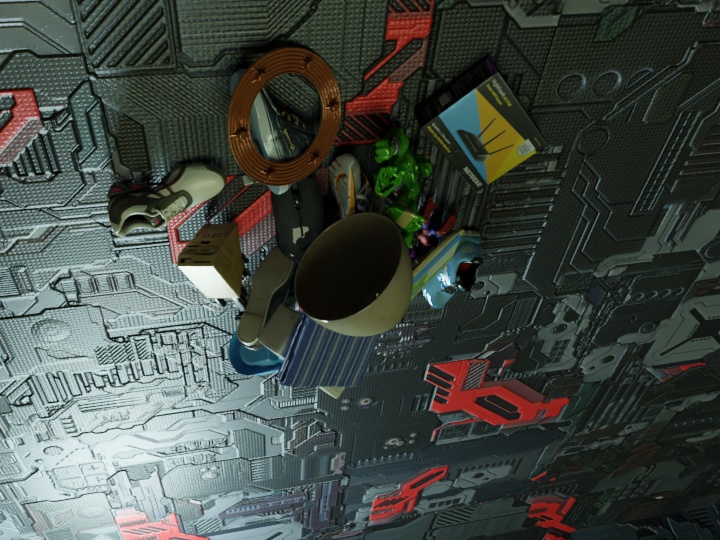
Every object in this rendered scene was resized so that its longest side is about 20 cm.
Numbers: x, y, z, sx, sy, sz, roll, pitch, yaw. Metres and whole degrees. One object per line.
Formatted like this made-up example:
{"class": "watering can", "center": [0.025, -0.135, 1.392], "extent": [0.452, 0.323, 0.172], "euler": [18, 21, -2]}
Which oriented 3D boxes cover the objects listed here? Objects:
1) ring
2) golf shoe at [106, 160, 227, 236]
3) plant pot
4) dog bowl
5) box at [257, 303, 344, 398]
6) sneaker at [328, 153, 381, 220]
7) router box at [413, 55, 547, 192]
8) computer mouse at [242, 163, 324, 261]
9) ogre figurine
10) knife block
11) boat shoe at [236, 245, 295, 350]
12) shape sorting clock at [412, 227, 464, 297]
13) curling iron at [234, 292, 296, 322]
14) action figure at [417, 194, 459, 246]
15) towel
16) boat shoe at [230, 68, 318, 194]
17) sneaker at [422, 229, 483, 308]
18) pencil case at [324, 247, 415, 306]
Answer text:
{"class": "ring", "center": [-0.104, -0.220, 1.098], "extent": [0.198, 0.019, 0.205], "euler": [-22, 126, -33]}
{"class": "golf shoe", "center": [-0.303, -0.107, 1.199], "extent": [0.195, 0.089, 0.078], "euler": [-17, 141, 0]}
{"class": "plant pot", "center": [0.009, 0.027, 1.232], "extent": [0.197, 0.203, 0.135], "euler": [-27, 136, 15]}
{"class": "dog bowl", "center": [-0.171, 0.153, 1.537], "extent": [0.196, 0.114, 0.050], "euler": [-15, 158, 15]}
{"class": "box", "center": [-0.092, 0.149, 1.373], "extent": [0.083, 0.068, 0.200], "euler": [-54, 134, -12]}
{"class": "sneaker", "center": [-0.002, -0.129, 1.293], "extent": [0.076, 0.079, 0.202], "euler": [-24, 147, -10]}
{"class": "router box", "center": [0.199, -0.234, 1.239], "extent": [0.148, 0.052, 0.199], "euler": [-33, 138, 19]}
{"class": "computer mouse", "center": [-0.109, -0.094, 1.256], "extent": [0.135, 0.053, 0.204], "euler": [-15, 122, -6]}
{"class": "ogre figurine", "center": [0.063, -0.150, 1.229], "extent": [0.097, 0.121, 0.201], "euler": [-19, 127, 29]}
{"class": "knife block", "center": [-0.242, 0.017, 1.300], "extent": [0.062, 0.201, 0.180], "euler": [-1, 114, 8]}
{"class": "boat shoe", "center": [-0.168, 0.049, 1.379], "extent": [0.065, 0.204, 0.057], "euler": [16, 162, 18]}
{"class": "shape sorting clock", "center": [0.118, -0.007, 1.401], "extent": [0.200, 0.039, 0.200], "euler": [-44, 168, -12]}
{"class": "curling iron", "center": [-0.164, 0.071, 1.484], "extent": [0.196, 0.050, 0.026], "euler": [-20, 110, 19]}
{"class": "action figure", "center": [0.138, -0.100, 1.353], "extent": [0.065, 0.100, 0.200], "euler": [34, 170, -1]}
{"class": "towel", "center": [-0.050, 0.139, 1.335], "extent": [0.198, 0.024, 0.147], "euler": [11, 107, -46]}
{"class": "boat shoe", "center": [-0.127, -0.223, 1.142], "extent": [0.090, 0.070, 0.203], "euler": [-36, 131, -25]}
{"class": "sneaker", "center": [0.184, 0.014, 1.508], "extent": [0.077, 0.091, 0.202], "euler": [3, 138, -22]}
{"class": "pencil case", "center": [0.000, 0.000, 1.364], "extent": [0.199, 0.092, 0.086], "euler": [-39, 138, -22]}
